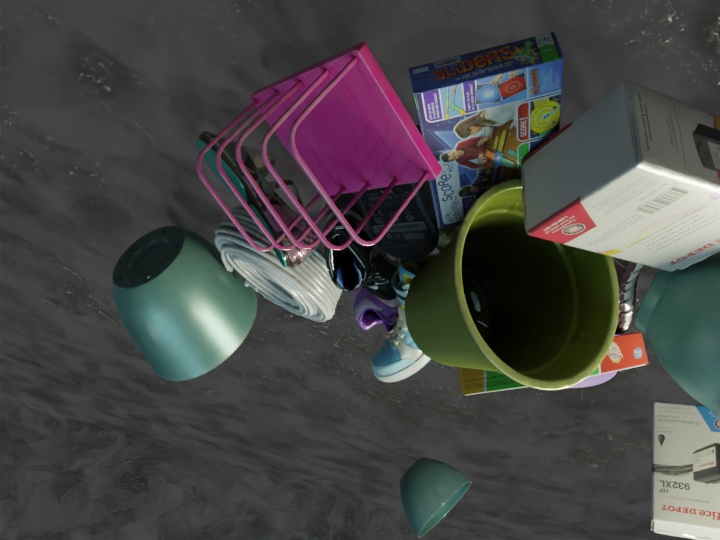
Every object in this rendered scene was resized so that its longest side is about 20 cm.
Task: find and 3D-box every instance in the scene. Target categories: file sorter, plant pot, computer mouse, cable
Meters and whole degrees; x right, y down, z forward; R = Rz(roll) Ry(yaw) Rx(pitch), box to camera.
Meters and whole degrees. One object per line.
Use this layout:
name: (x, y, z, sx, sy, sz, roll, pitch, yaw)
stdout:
file sorter: (-0.051, -0.101, 0.670, 0.198, 0.126, 0.140, 0, 134, 53)
plant pot: (-0.278, 0.035, 1.040, 0.195, 0.204, 0.163, -2, 137, 28)
plant pot: (0.140, 0.031, 0.743, 0.196, 0.205, 0.189, 23, 160, -16)
computer mouse: (0.046, -0.095, 0.803, 0.134, 0.054, 0.203, 0, 139, 18)
cable: (-0.110, -0.007, 0.940, 0.197, 0.070, 0.201, 32, 164, 12)
plant pot: (0.181, 0.584, 1.832, 0.135, 0.199, 0.202, 44, 163, 25)
plant pot: (0.388, 0.042, 0.755, 0.132, 0.202, 0.202, 30, 161, 27)

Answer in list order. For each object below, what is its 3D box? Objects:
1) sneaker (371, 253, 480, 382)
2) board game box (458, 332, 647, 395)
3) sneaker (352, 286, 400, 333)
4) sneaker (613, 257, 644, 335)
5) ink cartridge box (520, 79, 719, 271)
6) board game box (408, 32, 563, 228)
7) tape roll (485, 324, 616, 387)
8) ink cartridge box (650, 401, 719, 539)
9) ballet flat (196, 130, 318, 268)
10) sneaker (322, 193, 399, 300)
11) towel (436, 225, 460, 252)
sneaker: (0.063, 0.054, 0.914, 0.199, 0.080, 0.130, -41, 119, 17)
board game box: (0.240, 0.116, 0.855, 0.196, 0.042, 0.151, -1, 167, -42)
sneaker: (0.069, 0.049, 1.003, 0.195, 0.091, 0.081, -4, 146, 29)
sneaker: (0.272, 0.010, 0.832, 0.112, 0.077, 0.203, -6, 139, 7)
ink cartridge box: (0.270, -0.077, 0.639, 0.195, 0.088, 0.147, 10, 155, -25)
board game box: (0.126, -0.126, 0.674, 0.131, 0.035, 0.202, -11, 146, 6)
tape roll: (0.283, 0.106, 1.026, 0.194, 0.067, 0.202, 11, 151, 6)
ink cartridge box: (0.566, 0.338, 1.158, 0.141, 0.205, 0.084, 0, 150, 24)
ballet flat: (-0.116, -0.096, 0.826, 0.201, 0.070, 0.069, 52, 163, 11)
sneaker: (0.000, 0.000, 0.887, 0.071, 0.114, 0.202, -14, 134, 20)
towel: (0.186, -0.020, 0.879, 0.146, 0.037, 0.199, -13, 142, 43)
